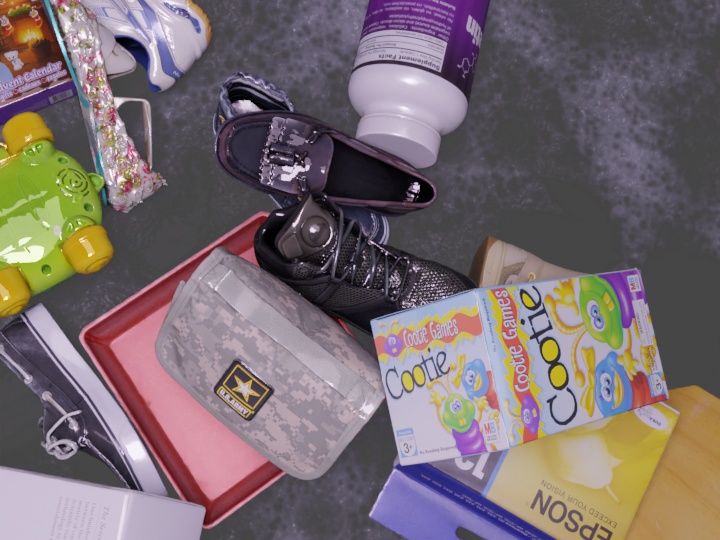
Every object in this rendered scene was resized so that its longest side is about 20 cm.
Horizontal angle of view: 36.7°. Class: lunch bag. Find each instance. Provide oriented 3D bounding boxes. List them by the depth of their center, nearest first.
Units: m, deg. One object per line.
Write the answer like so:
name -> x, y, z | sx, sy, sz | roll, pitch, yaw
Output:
lunch bag -> -0.069, 0.072, 0.830 | 0.163, 0.200, 0.118 | 39, 75, 2

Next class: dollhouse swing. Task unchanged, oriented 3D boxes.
dollhouse swing -> 0.317, 0.235, 0.944 | 0.200, 0.175, 0.182 | -44, 116, -12

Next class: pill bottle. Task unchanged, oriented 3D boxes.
pill bottle -> 0.053, -0.202, 0.989 | 0.111, 0.113, 0.203 | 14, 76, -4

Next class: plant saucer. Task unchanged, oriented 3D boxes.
plant saucer -> -0.108, 0.084, 0.943 | 0.199, 0.037, 0.201 | -34, 84, -14

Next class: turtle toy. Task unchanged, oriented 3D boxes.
turtle toy -> -0.303, -0.028, 0.908 | 0.198, 0.101, 0.147 | -29, 82, -12

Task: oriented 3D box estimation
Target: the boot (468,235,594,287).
boot -> 0.158, 0.084, 0.964 | 0.153, 0.073, 0.203 | 15, 73, -5

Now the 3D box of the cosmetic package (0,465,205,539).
cosmetic package -> -0.243, 0.255, 0.807 | 0.197, 0.123, 0.203 | 5, 75, 23

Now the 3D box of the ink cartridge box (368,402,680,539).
ink cartridge box -> 0.137, 0.158, 0.891 | 0.196, 0.047, 0.202 | 30, 75, -7

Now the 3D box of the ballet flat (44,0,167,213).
ballet flat -> -0.218, -0.152, 0.944 | 0.063, 0.076, 0.203 | -16, 106, -10

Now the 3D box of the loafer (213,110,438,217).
loafer -> -0.023, -0.089, 0.907 | 0.197, 0.063, 0.073 | 12, 91, -29

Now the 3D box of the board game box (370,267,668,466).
board game box -> 0.119, 0.066, 0.782 | 0.198, 0.104, 0.105 | -5, 81, -44

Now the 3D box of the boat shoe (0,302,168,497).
boat shoe -> -0.236, 0.122, 0.897 | 0.068, 0.074, 0.200 | -36, 84, -18

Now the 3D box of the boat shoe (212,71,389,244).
boat shoe -> -0.053, -0.089, 0.961 | 0.200, 0.091, 0.071 | 40, 76, 2

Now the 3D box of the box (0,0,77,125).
box -> -0.370, -0.187, 0.966 | 0.198, 0.039, 0.138 | -25, 81, -12

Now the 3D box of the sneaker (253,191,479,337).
sneaker -> 0.000, 0.000, 0.873 | 0.197, 0.114, 0.077 | 19, 74, 16

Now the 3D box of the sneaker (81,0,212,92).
sneaker -> -0.234, -0.242, 0.979 | 0.199, 0.075, 0.089 | 34, 76, 2
